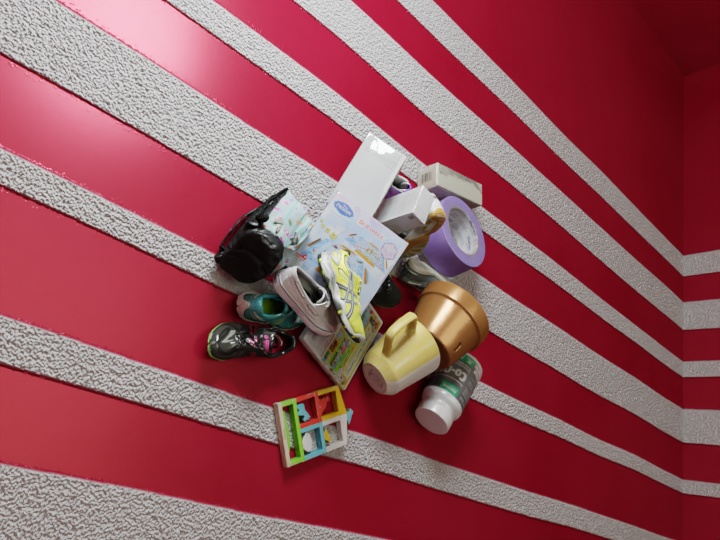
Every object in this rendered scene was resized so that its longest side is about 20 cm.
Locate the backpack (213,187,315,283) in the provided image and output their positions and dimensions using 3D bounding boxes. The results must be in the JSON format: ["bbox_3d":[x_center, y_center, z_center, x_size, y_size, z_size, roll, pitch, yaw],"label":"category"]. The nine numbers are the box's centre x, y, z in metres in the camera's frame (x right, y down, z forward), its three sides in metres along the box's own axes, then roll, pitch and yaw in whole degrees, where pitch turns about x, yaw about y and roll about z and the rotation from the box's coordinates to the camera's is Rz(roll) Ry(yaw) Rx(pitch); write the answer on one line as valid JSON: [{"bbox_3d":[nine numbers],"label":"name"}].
[{"bbox_3d":[-0.182,-0.072,1.210,0.127,0.165,0.201,50,38,-16],"label":"backpack"}]

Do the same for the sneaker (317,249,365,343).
[{"bbox_3d":[-0.025,0.050,1.236,0.075,0.075,0.204,-20,88,-7],"label":"sneaker"}]

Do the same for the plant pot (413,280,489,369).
[{"bbox_3d":[0.203,0.150,1.486,0.140,0.198,0.202,-45,111,-32],"label":"plant pot"}]

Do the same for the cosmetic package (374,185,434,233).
[{"bbox_3d":[0.082,-0.132,1.421,0.050,0.198,0.084,38,60,-28],"label":"cosmetic package"}]

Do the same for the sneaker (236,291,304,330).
[{"bbox_3d":[-0.163,0.083,1.234,0.198,0.078,0.080,8,78,-50],"label":"sneaker"}]

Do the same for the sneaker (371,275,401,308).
[{"bbox_3d":[0.040,0.025,1.401,0.199,0.081,0.074,39,59,-34],"label":"sneaker"}]

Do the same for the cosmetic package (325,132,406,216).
[{"bbox_3d":[0.012,-0.201,1.390,0.112,0.081,0.202,32,80,0],"label":"cosmetic package"}]

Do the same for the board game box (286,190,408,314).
[{"bbox_3d":[-0.029,-0.033,1.303,0.198,0.041,0.201,36,82,-1],"label":"board game box"}]

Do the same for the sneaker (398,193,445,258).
[{"bbox_3d":[0.140,-0.111,1.491,0.074,0.200,0.089,9,50,-35],"label":"sneaker"}]

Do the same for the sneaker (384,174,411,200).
[{"bbox_3d":[0.101,-0.168,1.505,0.200,0.113,0.074,43,55,-29],"label":"sneaker"}]

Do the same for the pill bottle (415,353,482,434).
[{"bbox_3d":[0.226,0.310,1.527,0.114,0.112,0.201,55,51,-19],"label":"pill bottle"}]

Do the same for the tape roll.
[{"bbox_3d":[0.248,-0.091,1.617,0.198,0.084,0.204,25,53,-38],"label":"tape roll"}]

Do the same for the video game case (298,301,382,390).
[{"bbox_3d":[-0.039,0.135,1.356,0.183,0.023,0.202,56,52,-33],"label":"video game case"}]

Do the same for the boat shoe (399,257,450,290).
[{"bbox_3d":[0.174,0.020,1.584,0.198,0.062,0.073,20,27,-48],"label":"boat shoe"}]

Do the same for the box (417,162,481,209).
[{"bbox_3d":[0.253,-0.231,1.678,0.197,0.081,0.070,16,70,-41],"label":"box"}]

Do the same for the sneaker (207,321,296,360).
[{"bbox_3d":[-0.212,0.138,1.181,0.197,0.083,0.079,2,80,-42],"label":"sneaker"}]

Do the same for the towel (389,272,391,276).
[{"bbox_3d":[0.000,0.000,1.443,0.197,0.030,0.153,8,79,-43],"label":"towel"}]

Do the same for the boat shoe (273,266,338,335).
[{"bbox_3d":[-0.095,0.065,1.217,0.200,0.064,0.075,45,36,-40],"label":"boat shoe"}]

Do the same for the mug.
[{"bbox_3d":[0.079,0.197,1.401,0.152,0.148,0.190,-31,110,-32],"label":"mug"}]

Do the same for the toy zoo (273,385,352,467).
[{"bbox_3d":[-0.095,0.331,1.294,0.197,0.020,0.135,-8,87,-43],"label":"toy zoo"}]
